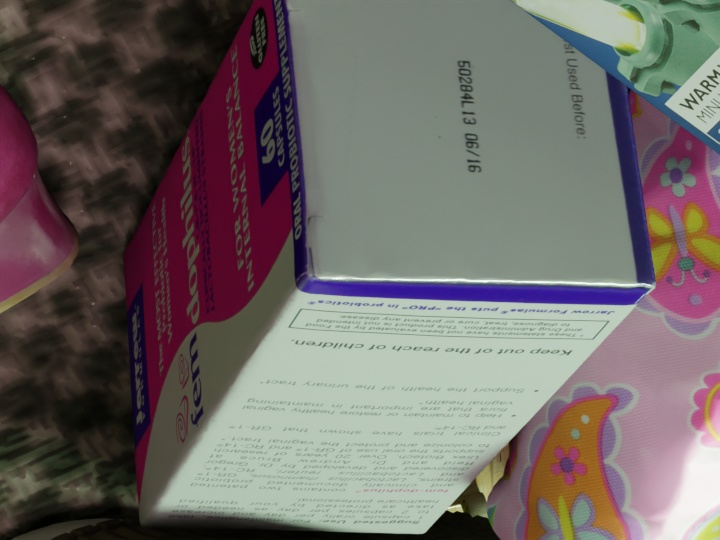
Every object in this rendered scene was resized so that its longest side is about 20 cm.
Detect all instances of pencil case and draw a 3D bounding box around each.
[{"bbox_3d":[0.103,0.003,0.825,0.087,0.087,0.200,8,113,-21],"label":"pencil case"}]

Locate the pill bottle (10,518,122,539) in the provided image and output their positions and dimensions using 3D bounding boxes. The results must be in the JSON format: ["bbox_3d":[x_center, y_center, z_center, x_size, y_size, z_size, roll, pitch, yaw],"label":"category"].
[{"bbox_3d":[-0.080,0.188,0.933,0.114,0.200,0.115,-8,128,-11],"label":"pill bottle"}]

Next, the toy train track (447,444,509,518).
[{"bbox_3d":[0.053,0.062,0.985,0.114,0.033,0.200,-11,127,-8],"label":"toy train track"}]

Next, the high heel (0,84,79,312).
[{"bbox_3d":[-0.185,0.011,0.849,0.200,0.067,0.096,-29,138,0],"label":"high heel"}]

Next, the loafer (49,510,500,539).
[{"bbox_3d":[-0.022,0.118,0.905,0.200,0.076,0.068,1,96,-29],"label":"loafer"}]

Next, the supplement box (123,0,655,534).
[{"bbox_3d":[0.000,0.000,0.828,0.103,0.101,0.200,2,154,-17],"label":"supplement box"}]

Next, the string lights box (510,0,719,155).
[{"bbox_3d":[0.088,-0.097,0.695,0.200,0.059,0.103,36,145,-3],"label":"string lights box"}]
